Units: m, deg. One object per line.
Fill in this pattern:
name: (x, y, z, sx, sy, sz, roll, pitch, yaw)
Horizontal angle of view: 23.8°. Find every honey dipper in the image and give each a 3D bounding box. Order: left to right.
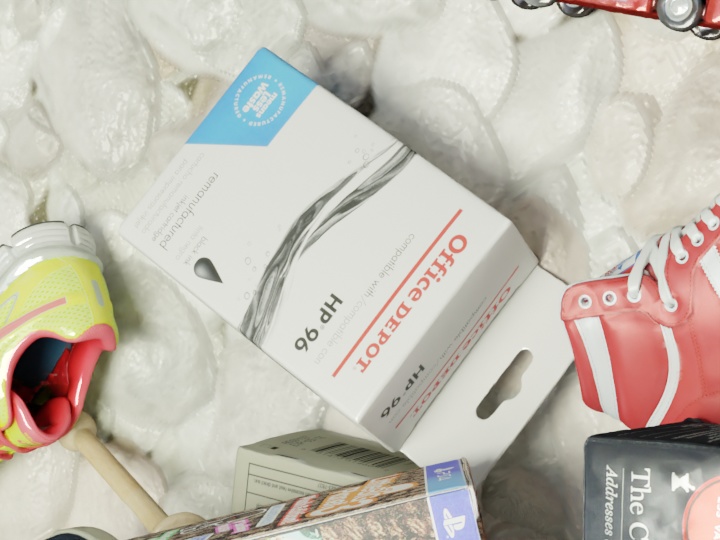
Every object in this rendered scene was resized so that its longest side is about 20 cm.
honey dipper: (-0.115, 0.115, 0.873, 0.200, 0.038, 0.038, 35, 113, 54)

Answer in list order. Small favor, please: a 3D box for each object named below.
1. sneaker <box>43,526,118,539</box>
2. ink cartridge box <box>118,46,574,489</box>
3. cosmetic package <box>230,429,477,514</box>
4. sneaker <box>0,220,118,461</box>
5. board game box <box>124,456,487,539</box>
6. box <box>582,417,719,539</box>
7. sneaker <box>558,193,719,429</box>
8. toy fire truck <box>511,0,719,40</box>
sneaker: (-0.103, 0.200, 0.801, 0.199, 0.084, 0.075, 33, 109, 25)
ink cartridge box: (0.000, 0.000, 0.797, 0.200, 0.068, 0.116, 36, 86, 24)
cosmetic package: (-0.011, 0.188, 0.835, 0.103, 0.073, 0.202, 11, 99, 31)
sneaker: (-0.197, 0.073, 0.928, 0.201, 0.078, 0.090, -55, 50, 22)
board game box: (-0.031, 0.183, 0.718, 0.198, 0.097, 0.161, -13, 90, 2)
box: (0.181, 0.161, 0.623, 0.181, 0.104, 0.202, 0, 89, 33)
sneaker: (0.152, -0.014, 0.724, 0.112, 0.071, 0.202, 22, 107, 25)
toy fire truck: (0.094, -0.186, 0.761, 0.199, 0.049, 0.142, 15, 99, 29)
